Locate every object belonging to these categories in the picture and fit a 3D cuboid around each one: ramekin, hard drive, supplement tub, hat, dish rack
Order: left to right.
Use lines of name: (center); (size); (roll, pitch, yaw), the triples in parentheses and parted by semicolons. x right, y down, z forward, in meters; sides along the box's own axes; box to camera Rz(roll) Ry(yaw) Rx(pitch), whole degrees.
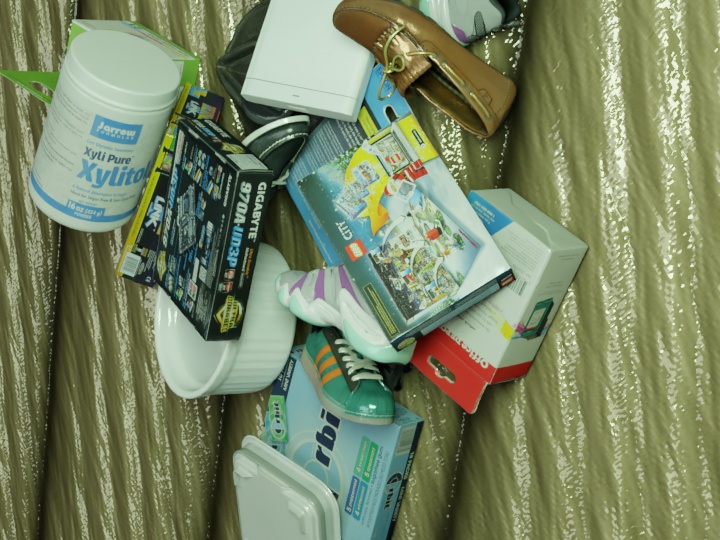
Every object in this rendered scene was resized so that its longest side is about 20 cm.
supplement tub: (-0.294, -0.156, 1.484); (0.132, 0.132, 0.200); (47, 130, 28)
ramekin: (-0.158, 0.053, 1.541); (0.200, 0.097, 0.202); (-12, 76, 55)
hat: (-0.113, -0.224, 1.504); (0.200, 0.081, 0.202); (8, 102, 42)
dish rack: (-0.093, 0.308, 1.537); (0.171, 0.043, 0.201); (28, 132, 39)
hard drive: (-0.037, -0.265, 1.385); (0.131, 0.027, 0.201); (13, 80, 21)

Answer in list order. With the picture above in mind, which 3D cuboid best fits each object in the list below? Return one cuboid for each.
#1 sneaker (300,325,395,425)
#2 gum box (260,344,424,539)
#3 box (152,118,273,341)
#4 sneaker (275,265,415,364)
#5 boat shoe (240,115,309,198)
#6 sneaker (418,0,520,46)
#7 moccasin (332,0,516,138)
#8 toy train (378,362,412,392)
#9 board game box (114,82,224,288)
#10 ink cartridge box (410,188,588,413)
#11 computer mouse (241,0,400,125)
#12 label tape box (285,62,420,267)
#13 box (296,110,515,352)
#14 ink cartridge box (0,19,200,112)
sneaker: (-0.014, 0.099, 1.428); (0.200, 0.071, 0.080); (-136, 54, -58)
gum box: (-0.031, 0.205, 1.508); (0.200, 0.044, 0.171); (30, 115, 37)
box: (-0.165, -0.046, 1.421); (0.159, 0.046, 0.201); (41, 125, 50)
sneaker: (0.000, 0.000, 1.364); (0.200, 0.078, 0.140); (27, 101, 39)
boat shoe: (-0.110, -0.106, 1.444); (0.200, 0.075, 0.061); (-38, 66, 52)
sneaker: (0.116, -0.330, 1.291); (0.139, 0.078, 0.201); (-8, 99, 41)
moccasin: (0.057, -0.202, 1.297); (0.201, 0.078, 0.074); (36, 153, -6)
toy train: (0.058, 0.050, 1.417); (0.046, 0.034, 0.201); (52, 128, 40)
board game box: (-0.230, -0.104, 1.580); (0.056, 0.166, 0.201); (21, 118, -8)
ink cartridge box: (0.132, 0.031, 1.321); (0.116, 0.067, 0.201); (41, 121, 33)
computer mouse: (-0.034, -0.232, 1.414); (0.140, 0.046, 0.201); (24, 84, 22)
label tape box: (0.013, -0.111, 1.415); (0.200, 0.066, 0.144); (-43, 67, 36)
box: (0.043, -0.040, 1.278); (0.136, 0.038, 0.200); (-32, 67, 3)
ink cartridge box: (-0.323, -0.254, 1.613); (0.148, 0.200, 0.076); (32, 116, 35)
